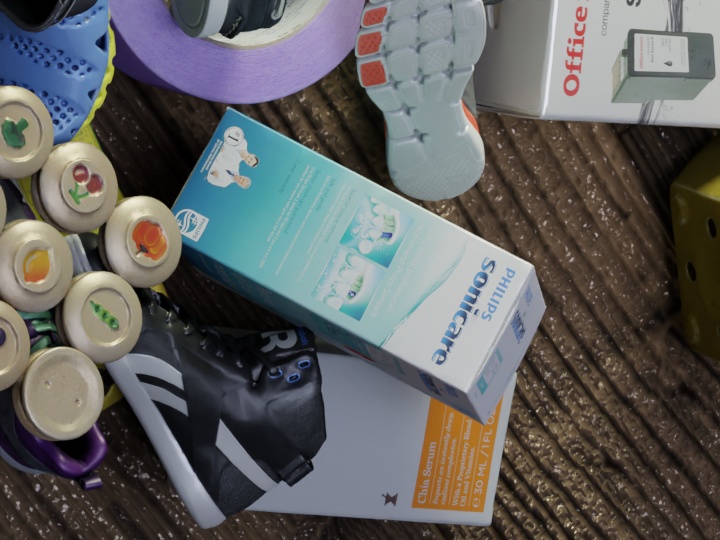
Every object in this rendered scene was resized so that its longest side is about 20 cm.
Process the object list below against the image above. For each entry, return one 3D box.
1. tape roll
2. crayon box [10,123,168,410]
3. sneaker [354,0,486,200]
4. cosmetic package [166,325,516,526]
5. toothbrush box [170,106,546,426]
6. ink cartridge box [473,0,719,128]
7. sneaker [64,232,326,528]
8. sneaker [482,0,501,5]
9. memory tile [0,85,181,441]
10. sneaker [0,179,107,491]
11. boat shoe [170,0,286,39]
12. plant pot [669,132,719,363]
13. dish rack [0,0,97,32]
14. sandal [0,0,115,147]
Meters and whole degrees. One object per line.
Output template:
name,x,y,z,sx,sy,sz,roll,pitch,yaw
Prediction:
tape roll,-0.078,-0.199,1.703,0.199,0.066,0.201,-6,101,-29
crayon box,-0.193,-0.008,1.679,0.127,0.051,0.201,-31,113,-22
sneaker,0.033,-0.133,1.748,0.077,0.082,0.201,-4,137,-1
cosmetic package,-0.010,0.096,1.795,0.199,0.071,0.102,6,96,-31
toothbrush box,0.000,0.000,1.686,0.199,0.146,0.086,27,84,9
ink cartridge box,0.179,-0.166,1.850,0.199,0.084,0.146,0,99,-31
sneaker,-0.087,0.041,1.663,0.111,0.073,0.201,-28,119,-3
sneaker,0.044,-0.249,1.741,0.080,0.086,0.201,-17,103,8
memory tile,-0.190,-0.018,1.549,0.200,0.017,0.154,41,64,-27
sneaker,-0.184,0.024,1.609,0.074,0.087,0.201,-29,113,-22
boat shoe,-0.062,-0.226,1.620,0.060,0.076,0.201,-7,124,-31
plant pot,0.314,-0.014,1.906,0.199,0.195,0.195,-13,106,-18
dish rack,-0.152,-0.241,1.498,0.200,0.153,0.054,-56,159,24
sandal,-0.164,-0.160,1.586,0.079,0.087,0.201,12,95,4
